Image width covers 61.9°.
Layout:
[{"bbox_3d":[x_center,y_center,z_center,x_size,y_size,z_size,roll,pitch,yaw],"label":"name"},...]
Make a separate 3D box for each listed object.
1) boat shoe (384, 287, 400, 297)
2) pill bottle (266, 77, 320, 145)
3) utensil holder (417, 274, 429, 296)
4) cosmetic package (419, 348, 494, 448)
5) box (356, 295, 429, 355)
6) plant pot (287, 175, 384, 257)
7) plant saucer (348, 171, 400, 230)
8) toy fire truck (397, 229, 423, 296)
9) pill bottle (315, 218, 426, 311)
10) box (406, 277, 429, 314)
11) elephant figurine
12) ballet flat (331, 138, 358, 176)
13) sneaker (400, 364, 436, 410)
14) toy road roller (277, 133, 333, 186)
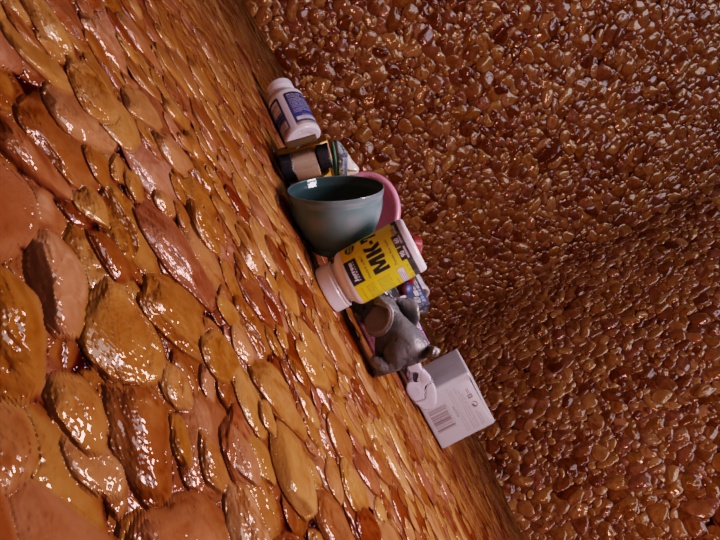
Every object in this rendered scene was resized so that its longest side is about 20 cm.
[{"bbox_3d":[0.036,-0.007,1.415,0.202,0.063,0.074,58,27,-3],"label":"boat shoe"},{"bbox_3d":[-0.202,-0.460,1.755,0.201,0.110,0.111,64,7,20],"label":"pill bottle"},{"bbox_3d":[0.103,0.024,1.921,0.201,0.169,0.170,63,6,25],"label":"utensil holder"},{"bbox_3d":[0.253,0.357,1.703,0.168,0.165,0.200,60,5,-10],"label":"cosmetic package"},{"bbox_3d":[0.079,0.142,1.428,0.199,0.039,0.138,-13,73,-58],"label":"box"},{"bbox_3d":[-0.048,-0.108,1.250,0.201,0.198,0.136,-104,-169,-67],"label":"plant pot"},{"bbox_3d":[0.011,-0.141,1.491,0.202,0.200,0.051,63,20,15],"label":"plant saucer"},{"bbox_3d":[0.111,-0.011,1.630,0.168,0.111,0.202,-118,-139,-69],"label":"toy fire truck"},{"bbox_3d":[0.019,-0.006,1.179,0.115,0.199,0.114,60,6,-10],"label":"pill bottle"},{"bbox_3d":[0.093,0.051,1.759,0.051,0.156,0.201,97,-24,-49],"label":"box"},{"bbox_3d":[0.053,0.105,1.229,0.142,0.154,0.202,82,-11,-79],"label":"elephant figurine"},{"bbox_3d":[-0.033,-0.221,1.460,0.074,0.073,0.203,20,66,-81],"label":"ballet flat"},{"bbox_3d":[0.143,0.268,1.597,0.201,0.075,0.115,59,9,5],"label":"sneaker"},{"bbox_3d":[-0.121,-0.229,1.426,0.200,0.122,0.147,-104,179,-65],"label":"toy road roller"}]
